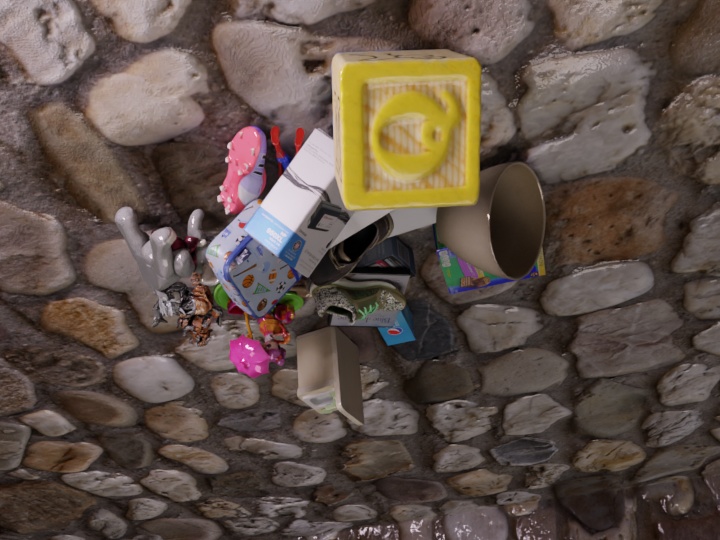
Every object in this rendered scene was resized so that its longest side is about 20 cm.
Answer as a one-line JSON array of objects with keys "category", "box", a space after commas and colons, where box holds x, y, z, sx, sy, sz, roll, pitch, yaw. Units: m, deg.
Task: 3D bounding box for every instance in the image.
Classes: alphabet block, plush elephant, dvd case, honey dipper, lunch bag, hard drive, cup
[{"category": "alphabet block", "box": [0.058, -0.204, 1.278, 0.192, 0.200, 0.200, -4, 107, -3]}, {"category": "plush elephant", "box": [-0.314, -0.035, 1.624, 0.163, 0.154, 0.203, 17, 130, 45]}, {"category": "dvd case", "box": [0.014, 0.056, 1.812, 0.140, 0.018, 0.201, 1, 146, -9]}, {"category": "honey dipper", "box": [-0.130, 0.033, 1.775, 0.037, 0.039, 0.200, -16, 173, 16]}, {"category": "lunch bag", "box": [-0.175, -0.022, 1.579, 0.160, 0.075, 0.201, -45, 148, -16]}, {"category": "hard drive", "box": [0.060, -0.111, 1.664, 0.197, 0.027, 0.132, -17, 146, 18]}, {"category": "cup", "box": [0.217, -0.088, 1.597, 0.142, 0.203, 0.200, 3, 159, 38]}]

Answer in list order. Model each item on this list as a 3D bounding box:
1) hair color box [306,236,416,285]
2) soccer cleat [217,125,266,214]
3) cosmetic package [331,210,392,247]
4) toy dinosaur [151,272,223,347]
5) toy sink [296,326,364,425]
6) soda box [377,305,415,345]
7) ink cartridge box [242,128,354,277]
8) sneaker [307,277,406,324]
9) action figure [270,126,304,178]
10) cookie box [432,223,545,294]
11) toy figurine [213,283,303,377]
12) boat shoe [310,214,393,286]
[{"category": "hair color box", "box": [0.000, 0.000, 1.799, 0.198, 0.061, 0.099, -22, 144, 25]}, {"category": "soccer cleat", "box": [-0.183, -0.170, 1.509, 0.076, 0.067, 0.201, -22, 155, -35]}, {"category": "cosmetic package", "box": [-0.016, -0.106, 1.582, 0.198, 0.083, 0.051, -30, 115, 25]}, {"category": "toy dinosaur", "box": [-0.339, 0.062, 1.809, 0.133, 0.102, 0.203, 6, 106, -2]}, {"category": "toy sink", "box": [-0.072, 0.251, 2.057, 0.111, 0.203, 0.130, -18, 148, 19]}, {"category": "soda box", "box": [0.062, 0.086, 1.943, 0.067, 0.065, 0.201, -12, 147, 11]}, {"category": "ink cartridge box", "box": [-0.078, -0.107, 1.467, 0.201, 0.084, 0.145, -54, 158, -1]}, {"category": "sneaker", "box": [-0.005, 0.070, 1.733, 0.197, 0.090, 0.077, 7, 144, -16]}, {"category": "action figure", "box": [-0.108, -0.172, 1.518, 0.064, 0.052, 0.201, -1, 153, 2]}, {"category": "cookie box", "box": [0.251, -0.042, 1.757, 0.197, 0.076, 0.172, -12, 147, 9]}, {"category": "toy figurine", "box": [-0.203, 0.131, 1.859, 0.198, 0.187, 0.150, 15, 143, -31]}, {"category": "boat shoe", "box": [-0.028, -0.041, 1.634, 0.200, 0.075, 0.073, -43, 174, 25]}]
